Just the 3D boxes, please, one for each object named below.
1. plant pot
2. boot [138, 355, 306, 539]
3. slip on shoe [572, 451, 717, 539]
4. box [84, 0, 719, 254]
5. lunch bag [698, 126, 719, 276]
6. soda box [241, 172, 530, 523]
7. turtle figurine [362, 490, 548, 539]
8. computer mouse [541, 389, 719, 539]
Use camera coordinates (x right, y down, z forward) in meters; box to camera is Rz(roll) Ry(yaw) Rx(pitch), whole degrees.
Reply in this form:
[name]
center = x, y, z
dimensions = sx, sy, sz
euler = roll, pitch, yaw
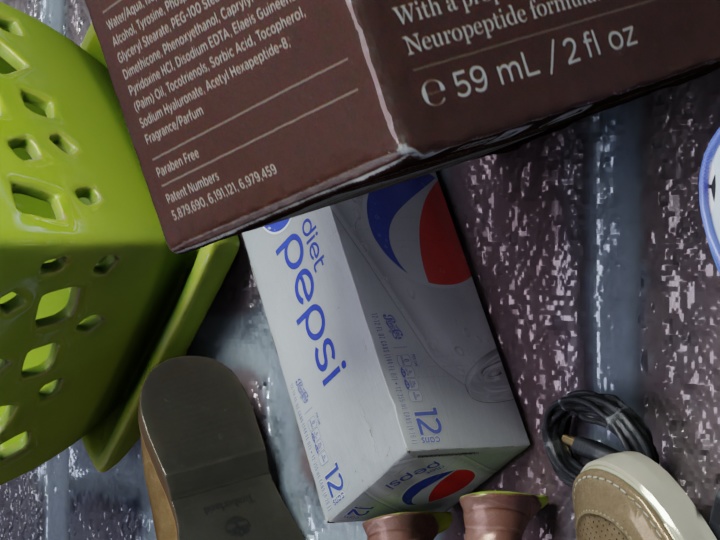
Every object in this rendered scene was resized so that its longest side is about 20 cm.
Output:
[plant pot]
center = -0.181, -0.013, 1.070
dimensions = 0.200, 0.181, 0.199
euler = -60, 45, 36
[boot]
center = -0.062, 0.144, 1.012
dimensions = 0.076, 0.073, 0.201
euler = 110, 150, -57
[slip on shoe]
center = 0.100, 0.163, 0.738
dimensions = 0.076, 0.060, 0.201
euler = 149, 108, -68
[box]
center = 0.002, -0.133, 0.773
dimensions = 0.164, 0.165, 0.201
euler = -18, 91, 56
[lunch bag]
center = 0.181, 0.014, 0.632
dimensions = 0.160, 0.075, 0.201
euler = -49, 50, 47
[soda box]
center = 0.000, 0.000, 0.906
dimensions = 0.068, 0.063, 0.201
euler = -46, 53, 45
[turtle figurine]
center = 0.038, 0.174, 0.849
dimensions = 0.200, 0.064, 0.162
euler = -26, 69, 53
[computer mouse]
center = 0.125, 0.085, 0.757
dimensions = 0.200, 0.034, 0.059
euler = 35, 138, 56
